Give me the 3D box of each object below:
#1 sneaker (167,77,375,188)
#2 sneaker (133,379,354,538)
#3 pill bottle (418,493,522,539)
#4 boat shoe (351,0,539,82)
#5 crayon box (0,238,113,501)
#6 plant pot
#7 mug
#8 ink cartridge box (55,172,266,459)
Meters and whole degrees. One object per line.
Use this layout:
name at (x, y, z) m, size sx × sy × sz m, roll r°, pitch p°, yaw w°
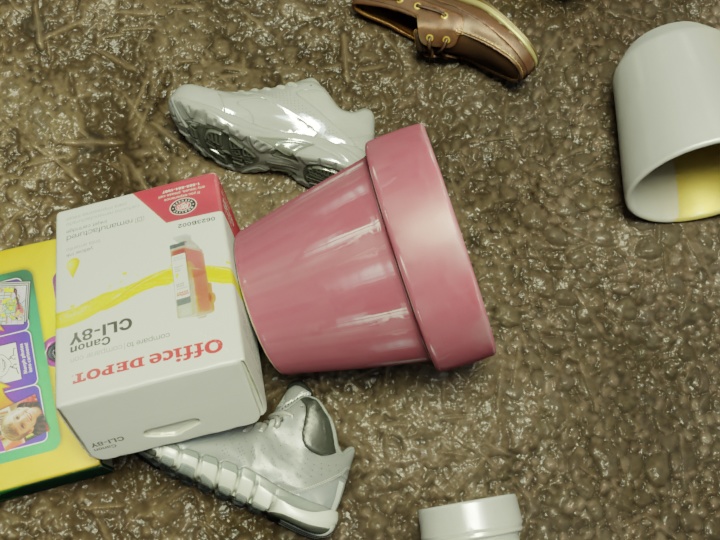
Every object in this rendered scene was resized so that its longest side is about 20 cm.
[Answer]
sneaker at (-0.078, -0.142, 0.842) m, size 0.199 × 0.078 × 0.100 m, roll 18°, pitch 65°, yaw -9°
sneaker at (-0.096, 0.136, 0.755) m, size 0.199 × 0.075 × 0.116 m, roll 27°, pitch 67°, yaw -7°
pill bottle at (0.103, 0.283, 0.700) m, size 0.110 × 0.111 × 0.201 m, roll -7°, pitch 74°, yaw -7°
boat shoe at (0.080, -0.237, 0.883) m, size 0.200 × 0.072 × 0.068 m, roll 34°, pitch 78°, yaw 12°
crayon box at (-0.315, 0.091, 0.750) m, size 0.171 × 0.058 × 0.201 m, roll -13°, pitch 74°, yaw -8°
plant pot at (0.000, 0.000, 0.747) m, size 0.178 × 0.200 × 0.201 m, roll -18°, pitch 75°, yaw 5°
mug at (0.315, -0.141, 0.855) m, size 0.149 × 0.186 × 0.154 m, roll -19°, pitch 63°, yaw 23°
ink cartridge box at (-0.163, 0.032, 0.722) m, size 0.144 × 0.084 × 0.201 m, roll -14°, pitch 51°, yaw -2°
